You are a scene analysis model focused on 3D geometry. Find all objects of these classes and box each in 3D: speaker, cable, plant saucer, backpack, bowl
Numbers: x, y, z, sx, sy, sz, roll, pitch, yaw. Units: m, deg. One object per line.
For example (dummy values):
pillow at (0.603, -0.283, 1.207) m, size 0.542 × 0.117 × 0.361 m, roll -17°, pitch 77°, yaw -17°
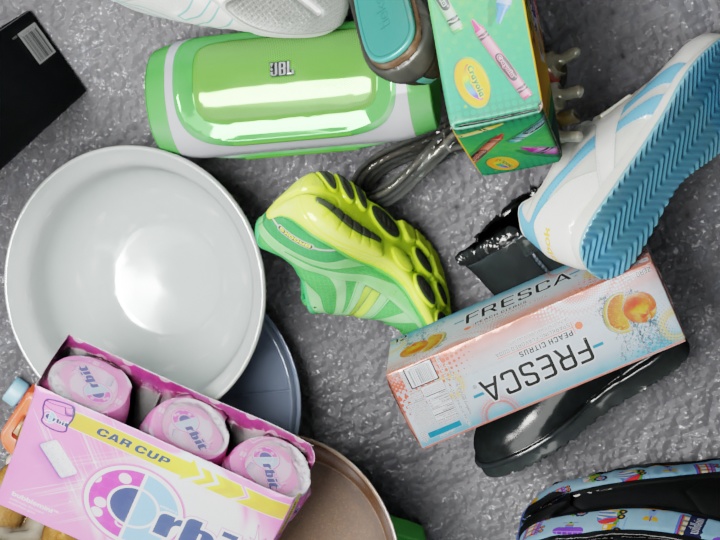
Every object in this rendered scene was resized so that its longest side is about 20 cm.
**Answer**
speaker at (-0.046, -0.127, 0.986) m, size 0.198 × 0.089 × 0.089 m, roll -4°, pitch 112°, yaw 10°
cable at (0.072, -0.105, 0.987) m, size 0.198 × 0.098 × 0.050 m, roll -13°, pitch 146°, yaw 30°
plant saucer at (-0.055, 0.222, 1.048) m, size 0.198 × 0.034 × 0.203 m, roll -2°, pitch 84°, yaw 23°
backpack at (0.219, 0.224, 1.043) m, size 0.198 × 0.183 × 0.136 m, roll -4°, pitch 106°, yaw 13°
bowl at (-0.153, 0.008, 1.040) m, size 0.199 × 0.090 × 0.204 m, roll 1°, pitch 95°, yaw 13°

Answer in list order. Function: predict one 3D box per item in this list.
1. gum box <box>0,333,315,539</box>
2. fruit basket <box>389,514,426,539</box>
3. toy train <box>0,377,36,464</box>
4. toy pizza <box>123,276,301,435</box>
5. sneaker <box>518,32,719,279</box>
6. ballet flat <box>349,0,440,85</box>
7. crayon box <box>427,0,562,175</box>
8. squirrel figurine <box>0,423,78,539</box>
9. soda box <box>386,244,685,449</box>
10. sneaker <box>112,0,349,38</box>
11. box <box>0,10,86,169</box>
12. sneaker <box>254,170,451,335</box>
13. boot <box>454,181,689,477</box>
gum box at (-0.139, 0.143, 0.978) m, size 0.198 × 0.066 × 0.114 m, roll 25°, pitch 122°, yaw -4°
fruit basket at (-0.057, 0.256, 1.137) m, size 0.215 × 0.217 × 0.155 m, roll -39°, pitch 141°, yaw 21°
toy train at (-0.236, 0.189, 1.164) m, size 0.200 × 0.056 × 0.150 m, roll 40°, pitch 113°, yaw -9°
toy pizza at (-0.140, 0.100, 1.108) m, size 0.198 × 0.032 × 0.203 m, roll 1°, pitch 95°, yaw 13°
sneaker at (0.185, -0.088, 0.947) m, size 0.200 × 0.080 × 0.077 m, roll -48°, pitch 128°, yaw -15°
ballet flat at (0.017, -0.207, 0.932) m, size 0.068 × 0.068 × 0.202 m, roll -21°, pitch 67°, yaw 29°
crayon box at (0.077, -0.173, 0.882) m, size 0.058 × 0.119 × 0.202 m, roll -11°, pitch 78°, yaw 12°
squirrel figurine at (-0.263, 0.241, 1.056) m, size 0.141 × 0.187 × 0.201 m, roll 32°, pitch 119°, yaw 6°
soda box at (0.118, 0.049, 0.972) m, size 0.198 × 0.068 × 0.064 m, roll -23°, pitch 106°, yaw 12°
sneaker at (-0.101, -0.201, 0.967) m, size 0.198 × 0.080 × 0.071 m, roll 14°, pitch 87°, yaw 7°
box at (-0.291, -0.089, 0.975) m, size 0.140 × 0.200 × 0.079 m, roll -29°, pitch 106°, yaw 19°
sneaker at (0.000, 0.000, 1.021) m, size 0.083 × 0.075 × 0.200 m, roll -23°, pitch 134°, yaw 29°
boot at (0.129, 0.040, 1.038) m, size 0.197 × 0.073 × 0.163 m, roll -35°, pitch 106°, yaw 13°
